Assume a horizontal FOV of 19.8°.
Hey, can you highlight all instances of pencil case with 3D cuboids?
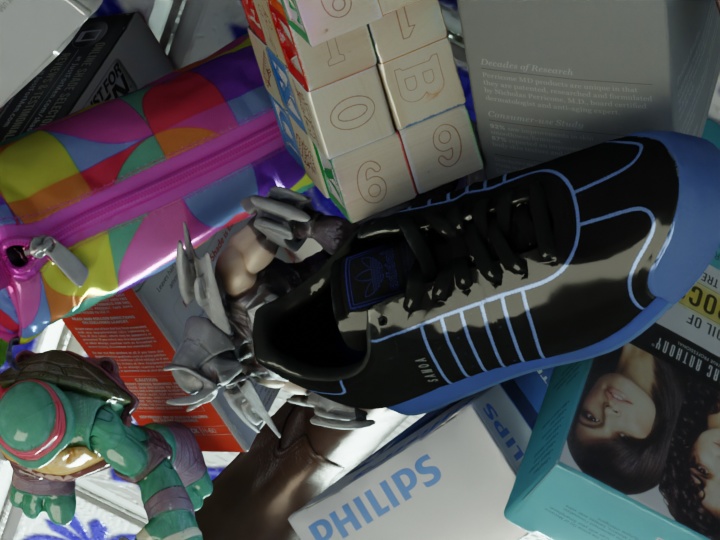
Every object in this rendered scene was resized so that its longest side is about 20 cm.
[{"bbox_3d":[-0.086,-0.040,0.872,0.088,0.200,0.089,44,152,32],"label":"pencil case"}]

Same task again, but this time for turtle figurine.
[{"bbox_3d":[-0.132,0.085,0.907,0.149,0.101,0.200,16,175,9],"label":"turtle figurine"}]

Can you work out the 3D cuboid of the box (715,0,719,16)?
[{"bbox_3d":[0.232,-0.108,0.703,0.199,0.100,0.075,2,137,28],"label":"box"}]

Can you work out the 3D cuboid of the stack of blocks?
[{"bbox_3d":[-0.014,-0.123,0.765,0.058,0.115,0.201,-22,119,-9],"label":"stack of blocks"}]

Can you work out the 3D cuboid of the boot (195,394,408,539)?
[{"bbox_3d":[-0.021,0.090,1.005,0.064,0.187,0.200,37,144,-8],"label":"boot"}]

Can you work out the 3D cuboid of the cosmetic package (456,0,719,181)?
[{"bbox_3d":[0.084,-0.130,0.753,0.090,0.107,0.201,6,137,21],"label":"cosmetic package"}]

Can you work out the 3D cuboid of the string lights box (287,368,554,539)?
[{"bbox_3d":[0.059,0.079,0.914,0.103,0.200,0.059,-34,87,26],"label":"string lights box"}]

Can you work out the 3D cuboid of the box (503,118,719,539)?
[{"bbox_3d":[0.128,0.030,0.836,0.082,0.200,0.049,27,142,-5],"label":"box"}]

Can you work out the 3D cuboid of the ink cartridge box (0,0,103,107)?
[{"bbox_3d":[-0.185,-0.174,0.813,0.200,0.147,0.146,38,140,-16],"label":"ink cartridge box"}]

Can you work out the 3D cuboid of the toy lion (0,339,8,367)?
[{"bbox_3d":[-0.234,0.013,1.019,0.199,0.192,0.069,-6,131,34],"label":"toy lion"}]

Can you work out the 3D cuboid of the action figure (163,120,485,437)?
[{"bbox_3d":[0.000,0.000,0.874,0.069,0.200,0.130,46,161,34],"label":"action figure"}]

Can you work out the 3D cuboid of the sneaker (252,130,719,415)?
[{"bbox_3d":[0.043,0.003,0.764,0.078,0.070,0.200,13,147,-39],"label":"sneaker"}]

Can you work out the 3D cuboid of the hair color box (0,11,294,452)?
[{"bbox_3d":[-0.101,-0.014,0.991,0.061,0.102,0.200,-2,134,34],"label":"hair color box"}]
